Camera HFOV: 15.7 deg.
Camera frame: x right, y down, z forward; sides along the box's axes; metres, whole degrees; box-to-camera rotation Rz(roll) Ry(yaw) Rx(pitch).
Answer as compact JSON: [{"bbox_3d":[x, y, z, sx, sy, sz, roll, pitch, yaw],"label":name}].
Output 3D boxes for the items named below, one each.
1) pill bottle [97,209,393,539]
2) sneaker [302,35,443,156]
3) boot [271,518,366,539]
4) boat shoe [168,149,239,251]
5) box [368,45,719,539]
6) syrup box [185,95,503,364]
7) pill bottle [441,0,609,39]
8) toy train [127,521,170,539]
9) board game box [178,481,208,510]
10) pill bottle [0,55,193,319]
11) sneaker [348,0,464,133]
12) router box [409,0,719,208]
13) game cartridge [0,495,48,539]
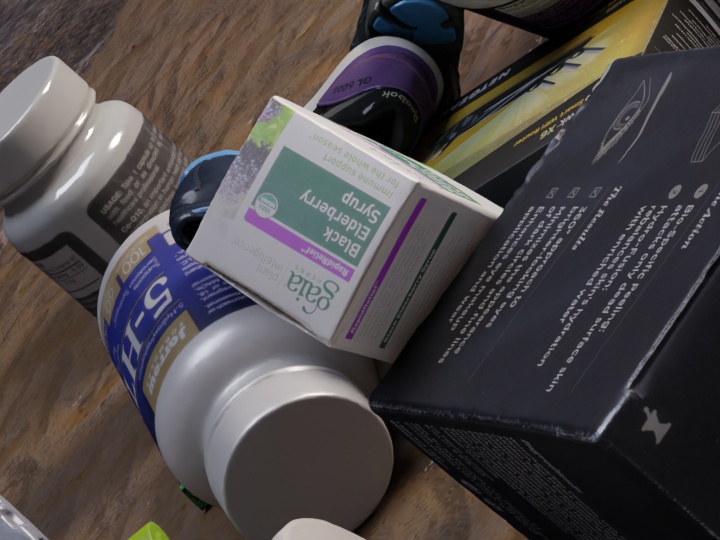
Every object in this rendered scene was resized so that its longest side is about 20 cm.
[{"bbox_3d":[-0.057,0.056,1.357,0.120,0.120,0.200,-46,32,5],"label":"pill bottle"},{"bbox_3d":[-0.033,-0.040,1.460,0.200,0.076,0.088,-53,11,29],"label":"sneaker"},{"bbox_3d":[-0.004,0.159,1.035,0.073,0.200,0.090,43,97,27],"label":"boot"},{"bbox_3d":[0.000,0.000,1.300,0.069,0.200,0.084,-66,-18,-58],"label":"boat shoe"},{"bbox_3d":[0.136,0.017,1.058,0.197,0.117,0.200,-54,20,-14],"label":"box"},{"bbox_3d":[0.010,-0.009,1.148,0.082,0.079,0.200,-61,-22,3],"label":"syrup box"},{"bbox_3d":[0.089,-0.189,1.405,0.112,0.200,0.113,-4,83,32],"label":"pill bottle"},{"bbox_3d":[-0.136,0.159,1.268,0.116,0.200,0.085,-34,-18,7],"label":"toy train"},{"bbox_3d":[-0.032,0.043,1.492,0.200,0.023,0.105,-45,18,8],"label":"board game box"},{"bbox_3d":[-0.145,-0.031,1.594,0.113,0.200,0.113,-40,21,19],"label":"pill bottle"},{"bbox_3d":[0.031,-0.135,1.530,0.200,0.073,0.082,112,168,-63],"label":"sneaker"},{"bbox_3d":[0.098,-0.068,1.363,0.200,0.052,0.157,-32,18,36],"label":"router box"},{"bbox_3d":[-0.147,0.213,1.197,0.133,0.200,0.041,-47,-18,-5],"label":"game cartridge"}]
